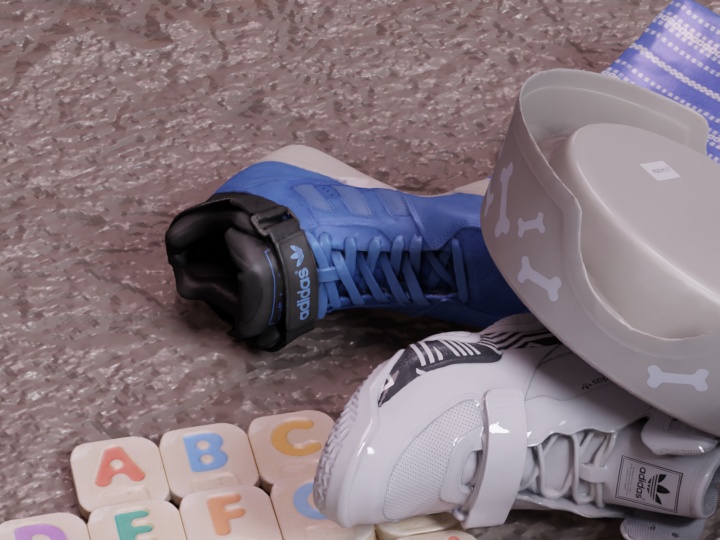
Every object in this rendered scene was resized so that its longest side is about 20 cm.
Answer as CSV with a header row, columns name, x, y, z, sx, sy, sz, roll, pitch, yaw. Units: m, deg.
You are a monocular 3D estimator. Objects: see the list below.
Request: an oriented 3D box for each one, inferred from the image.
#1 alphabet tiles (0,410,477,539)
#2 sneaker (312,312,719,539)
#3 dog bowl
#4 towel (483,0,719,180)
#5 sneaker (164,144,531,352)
name,x,y,z,sx,sy,sz,roll,pitch,yaw
alphabet tiles,-0.049,0.125,1.240,0.199,0.015,0.196,-8,37,-10
sneaker,0.080,0.075,1.239,0.200,0.075,0.115,-20,41,-41
dog bowl,0.138,-0.003,1.262,0.200,0.059,0.200,27,24,-13
towel,0.140,-0.042,1.407,0.145,0.024,0.200,33,66,35
sneaker,0.000,0.001,1.344,0.199,0.077,0.111,19,35,35
